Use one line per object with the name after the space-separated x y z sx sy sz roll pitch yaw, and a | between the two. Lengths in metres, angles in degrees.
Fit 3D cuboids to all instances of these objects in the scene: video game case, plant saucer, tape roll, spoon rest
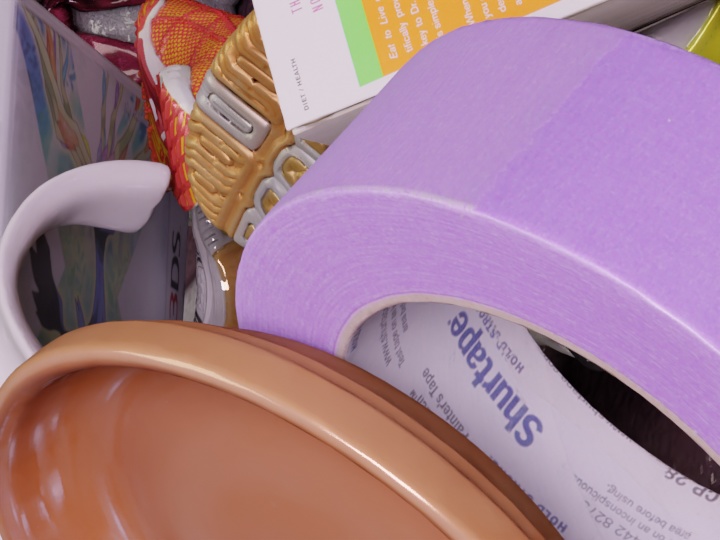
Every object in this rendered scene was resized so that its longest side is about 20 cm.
-0.106 0.008 1.070 0.200 0.022 0.183 38 -127 -70 | video game case
-0.008 0.086 0.730 0.037 0.200 0.200 -49 4 -33 | plant saucer
0.067 0.036 0.687 0.066 0.200 0.200 -49 8 -27 | tape roll
-0.099 0.051 0.932 0.099 0.061 0.200 127 150 -50 | spoon rest

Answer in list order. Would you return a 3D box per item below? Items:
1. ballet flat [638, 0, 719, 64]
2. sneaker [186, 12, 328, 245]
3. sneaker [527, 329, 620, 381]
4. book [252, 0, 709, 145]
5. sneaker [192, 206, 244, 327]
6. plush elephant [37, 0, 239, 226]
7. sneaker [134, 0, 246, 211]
0.098 -0.113 0.811 0.067 0.067 0.200 38 104 34 | ballet flat
0.022 -0.087 0.891 0.200 0.076 0.088 -53 -7 28 | sneaker
0.080 0.002 0.757 0.200 0.074 0.080 -10 55 44 | sneaker
0.057 -0.131 0.772 0.200 0.048 0.134 -22 76 23 | book
-0.043 0.011 1.157 0.088 0.076 0.200 131 149 -64 | sneaker
-0.139 -0.130 1.359 0.200 0.155 0.165 -145 68 -67 | plush elephant
-0.043 -0.062 1.061 0.200 0.077 0.073 -124 25 -70 | sneaker
